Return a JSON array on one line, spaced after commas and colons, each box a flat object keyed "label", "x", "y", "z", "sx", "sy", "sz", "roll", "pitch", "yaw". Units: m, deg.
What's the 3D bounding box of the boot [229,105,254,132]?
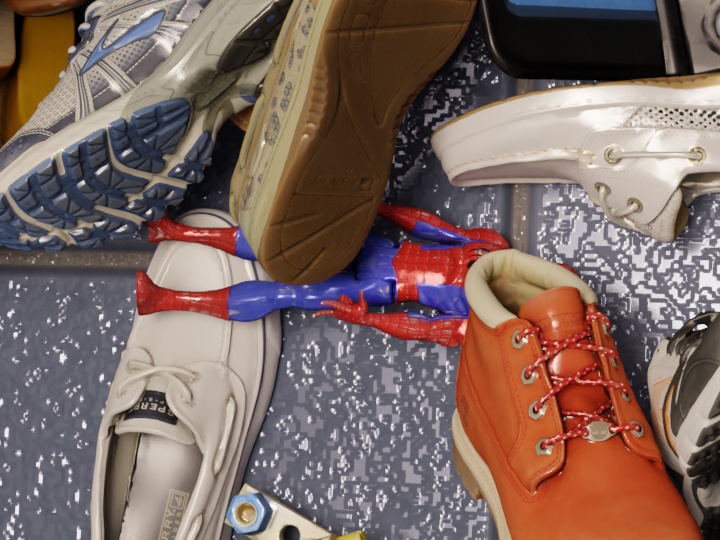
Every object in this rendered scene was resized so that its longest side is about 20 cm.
[{"label": "boot", "x": -0.052, "y": -0.157, "z": 1.215, "sx": 0.200, "sy": 0.074, "sz": 0.155, "roll": 40, "pitch": 103, "yaw": 22}]

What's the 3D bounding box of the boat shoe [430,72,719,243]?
[{"label": "boat shoe", "x": 0.129, "y": -0.047, "z": 1.146, "sx": 0.199, "sy": 0.071, "sz": 0.070, "roll": -6, "pitch": 84, "yaw": 16}]

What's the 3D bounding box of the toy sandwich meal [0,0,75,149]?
[{"label": "toy sandwich meal", "x": -0.208, "y": -0.100, "z": 1.210, "sx": 0.205, "sy": 0.205, "sz": 0.070, "roll": 51, "pitch": 142, "yaw": 15}]

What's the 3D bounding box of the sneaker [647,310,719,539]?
[{"label": "sneaker", "x": 0.147, "y": 0.048, "z": 1.071, "sx": 0.073, "sy": 0.200, "sz": 0.080, "roll": -23, "pitch": 68, "yaw": -8}]

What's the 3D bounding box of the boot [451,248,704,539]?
[{"label": "boot", "x": 0.087, "y": 0.067, "z": 1.078, "sx": 0.075, "sy": 0.200, "sz": 0.108, "roll": -9, "pitch": 118, "yaw": -18}]

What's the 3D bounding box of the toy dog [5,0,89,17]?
[{"label": "toy dog", "x": -0.158, "y": -0.181, "z": 1.132, "sx": 0.193, "sy": 0.200, "sz": 0.140, "roll": -13, "pitch": 88, "yaw": -2}]

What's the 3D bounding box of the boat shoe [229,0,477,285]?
[{"label": "boat shoe", "x": -0.008, "y": -0.093, "z": 1.104, "sx": 0.063, "sy": 0.073, "sz": 0.201, "roll": 45, "pitch": 117, "yaw": 46}]

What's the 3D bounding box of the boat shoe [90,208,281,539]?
[{"label": "boat shoe", "x": -0.089, "y": 0.068, "z": 1.205, "sx": 0.072, "sy": 0.066, "sz": 0.201, "roll": 13, "pitch": 88, "yaw": 19}]

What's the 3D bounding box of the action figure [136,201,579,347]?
[{"label": "action figure", "x": 0.000, "y": 0.000, "z": 1.175, "sx": 0.199, "sy": 0.052, "sz": 0.066, "roll": 5, "pitch": 61, "yaw": 0}]

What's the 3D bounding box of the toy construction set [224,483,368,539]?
[{"label": "toy construction set", "x": 0.024, "y": 0.167, "z": 1.155, "sx": 0.199, "sy": 0.092, "sz": 0.132, "roll": 2, "pitch": 85, "yaw": 28}]

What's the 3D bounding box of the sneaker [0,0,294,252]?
[{"label": "sneaker", "x": -0.096, "y": -0.087, "z": 1.159, "sx": 0.200, "sy": 0.077, "sz": 0.085, "roll": -36, "pitch": 55, "yaw": 1}]

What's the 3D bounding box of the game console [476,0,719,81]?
[{"label": "game console", "x": 0.136, "y": -0.190, "z": 1.133, "sx": 0.175, "sy": 0.116, "sz": 0.201, "roll": -12, "pitch": 82, "yaw": 16}]
